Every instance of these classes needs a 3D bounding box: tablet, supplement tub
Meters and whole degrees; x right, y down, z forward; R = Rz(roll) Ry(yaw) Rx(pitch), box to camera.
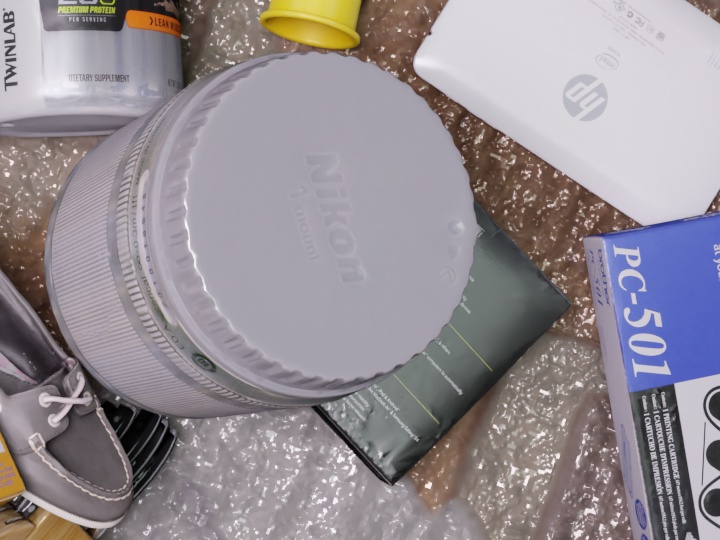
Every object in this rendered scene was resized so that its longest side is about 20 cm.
[{"bbox_3d":[0.144,-0.121,0.973,0.199,0.014,0.131,33,85,-5],"label":"tablet"},{"bbox_3d":[-0.160,-0.177,0.878,0.122,0.122,0.202,-3,89,-8],"label":"supplement tub"}]

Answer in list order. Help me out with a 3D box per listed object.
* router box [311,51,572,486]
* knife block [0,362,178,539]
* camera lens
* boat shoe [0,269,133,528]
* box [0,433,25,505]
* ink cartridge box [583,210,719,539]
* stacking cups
[{"bbox_3d":[0.000,0.000,0.929,0.149,0.051,0.200,-43,93,-7],"label":"router box"},{"bbox_3d":[-0.187,0.152,0.886,0.064,0.175,0.201,33,119,31],"label":"knife block"},{"bbox_3d":[-0.055,-0.012,0.784,0.159,0.200,0.161,4,81,-26],"label":"camera lens"},{"bbox_3d":[-0.179,0.041,0.797,0.200,0.067,0.057,45,120,5],"label":"boat shoe"},{"bbox_3d":[-0.252,0.041,0.773,0.119,0.041,0.201,-27,83,21],"label":"box"},{"bbox_3d":[0.195,0.071,0.953,0.093,0.044,0.202,-11,93,-8],"label":"ink cartridge box"},{"bbox_3d":[-0.012,-0.232,0.938,0.060,0.061,0.202,11,82,-7],"label":"stacking cups"}]
